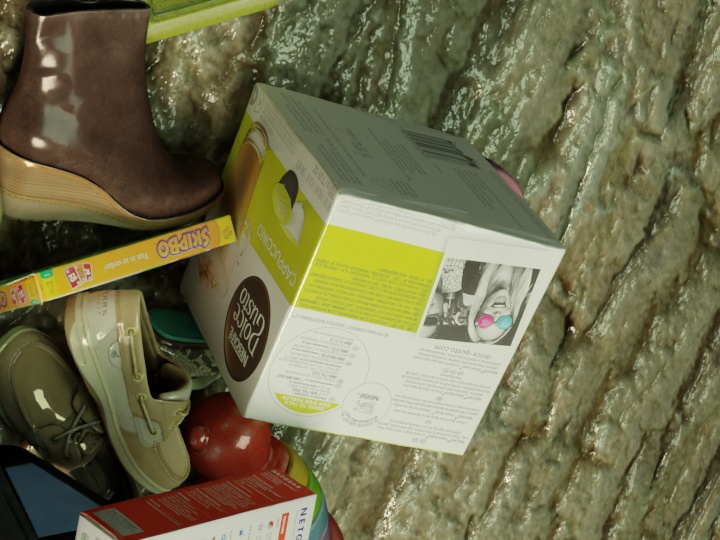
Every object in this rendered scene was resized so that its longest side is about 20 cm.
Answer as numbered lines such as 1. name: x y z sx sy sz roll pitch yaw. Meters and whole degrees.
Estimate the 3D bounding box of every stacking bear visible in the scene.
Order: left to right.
1. stacking bear: -0.094 0.188 1.417 0.121 0.114 0.200 -43 130 -26

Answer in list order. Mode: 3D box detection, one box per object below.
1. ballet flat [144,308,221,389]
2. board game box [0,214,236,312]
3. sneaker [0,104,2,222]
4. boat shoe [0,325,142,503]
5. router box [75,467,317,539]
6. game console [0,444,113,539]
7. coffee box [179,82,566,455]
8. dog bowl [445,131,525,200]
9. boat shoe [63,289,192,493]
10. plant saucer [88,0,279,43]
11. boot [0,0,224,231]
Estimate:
1. ballet flat: -0.116 0.069 1.379 0.200 0.068 0.075 0 128 -42
2. board game box: -0.197 -0.002 1.223 0.200 0.095 0.030 -16 92 -42
3. sneaker: -0.275 -0.099 1.098 0.077 0.088 0.200 -36 131 -32
4. boat shoe: -0.224 0.123 1.272 0.072 0.065 0.200 -44 134 -26
5. router box: -0.126 0.251 1.143 0.179 0.049 0.201 -6 114 -47
6. game console: -0.249 0.128 1.141 0.176 0.200 0.117 -4 110 -47
7. coffee box: 0.000 0.000 1.284 0.200 0.200 0.198 12 114 -28
8. dog bowl: 0.080 -0.025 1.535 0.200 0.074 0.201 -22 122 -40
9. boat shoe: -0.165 0.096 1.273 0.074 0.069 0.200 -93 166 -50
10. plant saucer: -0.124 -0.269 1.220 0.200 0.048 0.200 -24 124 -39
11. boot: -0.169 -0.115 1.203 0.200 0.072 0.167 -4 123 -38
